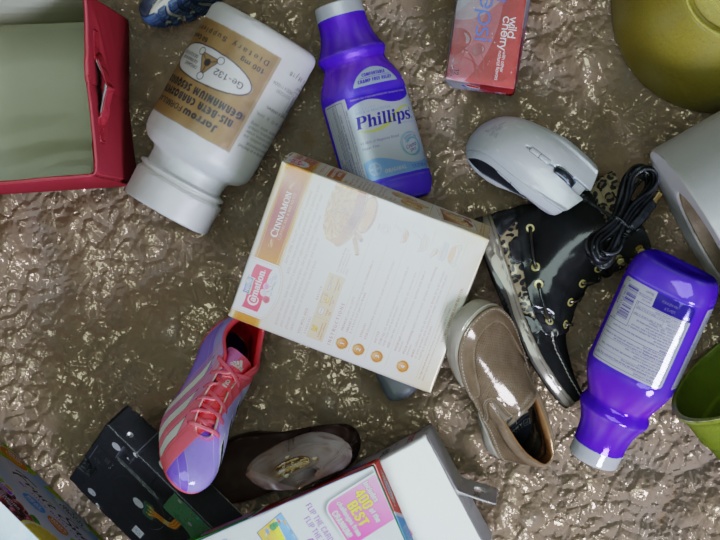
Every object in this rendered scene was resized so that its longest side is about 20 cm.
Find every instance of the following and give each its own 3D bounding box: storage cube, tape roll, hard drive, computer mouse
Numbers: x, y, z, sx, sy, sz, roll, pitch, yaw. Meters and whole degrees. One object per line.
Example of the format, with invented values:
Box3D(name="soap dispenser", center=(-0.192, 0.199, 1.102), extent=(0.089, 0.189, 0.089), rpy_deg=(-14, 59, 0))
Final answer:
Box3D(name="storage cube", center=(-0.317, -0.161, 1.476), extent=(0.199, 0.180, 0.172), rpy_deg=(-4, 90, 5))
Box3D(name="tape roll", center=(0.370, -0.056, 1.415), extent=(0.139, 0.203, 0.203), rpy_deg=(-30, 88, 3))
Box3D(name="hard drive", center=(-0.179, 0.231, 1.497), extent=(0.200, 0.140, 0.038), rpy_deg=(44, 52, 4))
Box3D(name="computer mouse", center=(0.178, -0.090, 1.467), extent=(0.200, 0.044, 0.110), rpy_deg=(32, 75, 27))

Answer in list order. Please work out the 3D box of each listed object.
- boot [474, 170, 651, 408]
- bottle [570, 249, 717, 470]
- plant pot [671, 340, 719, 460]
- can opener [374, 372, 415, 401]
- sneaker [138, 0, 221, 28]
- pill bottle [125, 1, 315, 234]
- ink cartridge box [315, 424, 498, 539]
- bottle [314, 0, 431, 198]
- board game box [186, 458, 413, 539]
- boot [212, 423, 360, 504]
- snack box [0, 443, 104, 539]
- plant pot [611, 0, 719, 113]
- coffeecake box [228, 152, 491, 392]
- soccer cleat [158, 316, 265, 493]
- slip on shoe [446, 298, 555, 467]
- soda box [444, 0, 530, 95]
Box3D(name="boot", center=(0.209, 0.015, 1.494), extent=(0.150, 0.073, 0.201), rpy_deg=(-24, 83, 4))
Box3D(name="bottle", center=(0.251, 0.084, 1.432), extent=(0.083, 0.065, 0.201), rpy_deg=(28, 107, 24))
Box3D(name="plant pot", center=(0.419, 0.151, 1.432), extent=(0.200, 0.200, 0.193), rpy_deg=(-34, 100, 4))
Box3D(name="can opener", center=(0.010, 0.027, 1.516), extent=(0.066, 0.053, 0.201), rpy_deg=(-21, 89, 3))
Box3D(name="sneaker", center=(-0.150, -0.321, 1.523), extent=(0.085, 0.077, 0.200), rpy_deg=(42, 86, 13))
Box3D(name="pill bottle", center=(-0.138, -0.142, 1.495), extent=(0.114, 0.114, 0.200), rpy_deg=(30, 93, 3))
Box3D(name="ink cartridge box", center=(0.030, 0.236, 1.479), extent=(0.200, 0.129, 0.126), rpy_deg=(-29, 87, 4))
Box3D(name="bottle", center=(0.006, -0.158, 1.503), extent=(0.083, 0.065, 0.201), rpy_deg=(-15, 89, -29))
Box3D(name="board game box", center=(-0.046, 0.277, 1.401), extent=(0.199, 0.040, 0.153), rpy_deg=(-23, 88, 5))
Box3D(name="boot", center=(-0.090, 0.183, 1.450), extent=(0.186, 0.200, 0.064), rpy_deg=(-20, 89, 4))
Box3D(name="snack box", center=(-0.307, 0.259, 1.483), extent=(0.200, 0.169, 0.068), rpy_deg=(45, 90, 3))
Box3D(name="plant pot", center=(0.337, -0.251, 1.445), extent=(0.199, 0.142, 0.201), rpy_deg=(0, 91, 4))
Box3D(name="coffeecake box", center=(0.000, 0.000, 1.444), extent=(0.199, 0.073, 0.154), rpy_deg=(21, 103, 1))
Box3D(name="soccer cleat", center=(-0.135, 0.116, 1.464), extent=(0.067, 0.200, 0.076), rpy_deg=(32, 132, -14))
Box3D(name="slip on shoe", center=(0.134, 0.109, 1.447), extent=(0.076, 0.200, 0.061), rpy_deg=(-38, 44, -24))
Box3D(name="soda box", center=(0.129, -0.271, 1.500), extent=(0.070, 0.063, 0.201), rpy_deg=(9, 92, 5))
